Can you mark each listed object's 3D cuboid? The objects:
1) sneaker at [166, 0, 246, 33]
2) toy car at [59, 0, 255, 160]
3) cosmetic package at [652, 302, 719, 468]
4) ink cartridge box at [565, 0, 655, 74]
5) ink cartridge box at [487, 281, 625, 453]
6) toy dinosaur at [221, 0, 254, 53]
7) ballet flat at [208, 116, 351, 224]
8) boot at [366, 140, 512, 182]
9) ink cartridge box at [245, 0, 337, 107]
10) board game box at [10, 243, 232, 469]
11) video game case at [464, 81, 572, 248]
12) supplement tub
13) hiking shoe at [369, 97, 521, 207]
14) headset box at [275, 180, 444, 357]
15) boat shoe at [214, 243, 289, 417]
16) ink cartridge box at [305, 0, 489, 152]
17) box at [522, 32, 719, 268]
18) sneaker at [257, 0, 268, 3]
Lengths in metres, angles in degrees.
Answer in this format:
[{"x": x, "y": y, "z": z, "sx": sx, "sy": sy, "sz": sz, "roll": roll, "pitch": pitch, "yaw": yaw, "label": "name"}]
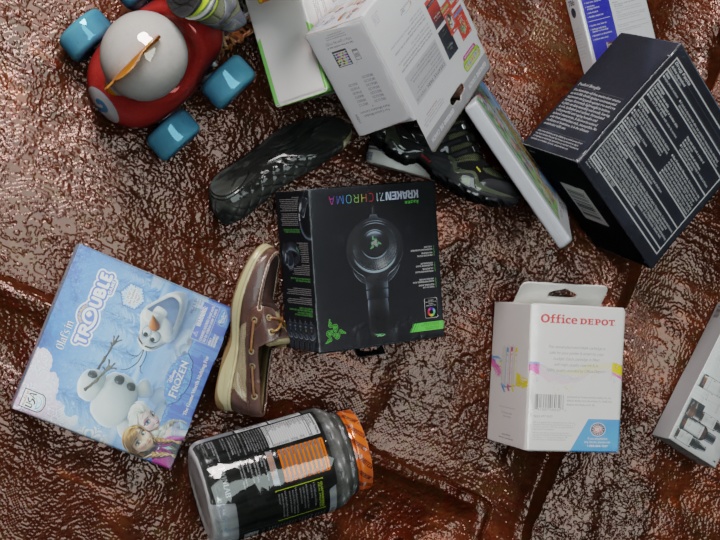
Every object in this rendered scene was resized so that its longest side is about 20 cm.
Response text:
[{"x": -0.177, "y": -0.326, "z": 1.545, "sx": 0.074, "sy": 0.201, "sz": 0.081, "roll": -38, "pitch": 135, "yaw": 22, "label": "sneaker"}, {"x": -0.242, "y": -0.223, "z": 1.535, "sx": 0.177, "sy": 0.200, "sz": 0.185, "roll": -40, "pitch": 95, "yaw": 16, "label": "toy car"}, {"x": 0.467, "y": 0.149, "z": 1.842, "sx": 0.082, "sy": 0.051, "sz": 0.201, "roll": 31, "pitch": 81, "yaw": -15, "label": "cosmetic package"}, {"x": 0.325, "y": -0.311, "z": 1.812, "sx": 0.098, "sy": 0.039, "sz": 0.202, "roll": -15, "pitch": 95, "yaw": -16, "label": "ink cartridge box"}, {"x": 0.240, "y": 0.116, "z": 1.735, "sx": 0.127, "sy": 0.125, "sz": 0.203, "roll": 4, "pitch": 88, "yaw": -17, "label": "ink cartridge box"}, {"x": -0.137, "y": -0.328, "z": 1.650, "sx": 0.136, "sy": 0.102, "sz": 0.201, "roll": 42, "pitch": 59, "yaw": -28, "label": "toy dinosaur"}, {"x": -0.097, "y": -0.125, "z": 1.685, "sx": 0.199, "sy": 0.057, "sz": 0.067, "roll": -31, "pitch": 56, "yaw": -16, "label": "ballet flat"}, {"x": 0.110, "y": -0.152, "z": 1.726, "sx": 0.198, "sy": 0.073, "sz": 0.091, "roll": 14, "pitch": 91, "yaw": -15, "label": "boot"}, {"x": -0.030, "y": -0.282, "z": 1.632, "sx": 0.199, "sy": 0.083, "sz": 0.147, "roll": -22, "pitch": 97, "yaw": -52, "label": "ink cartridge box"}, {"x": -0.273, "y": 0.100, "z": 1.624, "sx": 0.197, "sy": 0.043, "sz": 0.202, "roll": 23, "pitch": 83, "yaw": -14, "label": "board game box"}, {"x": 0.191, "y": -0.134, "z": 1.701, "sx": 0.022, "sy": 0.182, "sz": 0.201, "roll": -34, "pitch": 100, "yaw": 14, "label": "video game case"}, {"x": -0.093, "y": 0.234, "z": 1.636, "sx": 0.198, "sy": 0.122, "sz": 0.124, "roll": -14, "pitch": 93, "yaw": -16, "label": "supplement tub"}, {"x": 0.113, "y": -0.150, "z": 1.659, "sx": 0.199, "sy": 0.076, "sz": 0.101, "roll": 29, "pitch": 87, "yaw": -4, "label": "hiking shoe"}, {"x": 0.000, "y": 0.000, "z": 1.664, "sx": 0.172, "sy": 0.093, "sz": 0.203, "roll": -5, "pitch": 94, "yaw": -28, "label": "headset box"}, {"x": -0.114, "y": 0.072, "z": 1.646, "sx": 0.071, "sy": 0.072, "sz": 0.202, "roll": 14, "pitch": 89, "yaw": 17, "label": "boat shoe"}, {"x": 0.049, "y": -0.247, "z": 1.585, "sx": 0.177, "sy": 0.083, "sz": 0.200, "roll": 60, "pitch": 41, "yaw": -24, "label": "ink cartridge box"}, {"x": 0.342, "y": -0.149, "z": 1.742, "sx": 0.199, "sy": 0.123, "sz": 0.200, "roll": -47, "pitch": 122, "yaw": -9, "label": "box"}, {"x": -0.116, "y": -0.353, "z": 1.518, "sx": 0.077, "sy": 0.201, "sz": 0.073, "roll": -29, "pitch": 124, "yaw": 3, "label": "sneaker"}]
